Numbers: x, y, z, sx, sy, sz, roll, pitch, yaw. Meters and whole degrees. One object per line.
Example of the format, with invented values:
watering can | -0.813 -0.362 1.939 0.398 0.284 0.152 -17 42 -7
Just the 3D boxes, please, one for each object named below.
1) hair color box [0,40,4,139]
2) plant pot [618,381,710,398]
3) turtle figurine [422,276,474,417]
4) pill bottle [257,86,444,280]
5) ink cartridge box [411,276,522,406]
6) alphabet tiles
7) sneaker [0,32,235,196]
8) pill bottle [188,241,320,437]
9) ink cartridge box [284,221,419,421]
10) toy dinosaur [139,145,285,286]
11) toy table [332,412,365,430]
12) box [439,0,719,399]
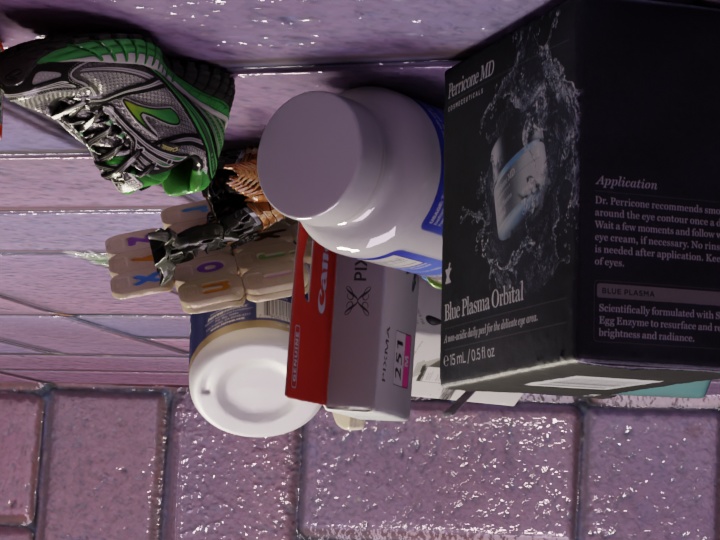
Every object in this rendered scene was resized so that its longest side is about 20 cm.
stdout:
hair color box | -0.266 -0.124 1.150 0.110 0.064 0.200 2 171 -4
plant pot | 0.237 0.018 1.724 0.141 0.142 0.200 2 166 1
turtle figurine | 0.093 0.008 1.575 0.200 0.144 0.194 -39 -179 -38
pill bottle | 0.024 -0.058 1.342 0.112 0.113 0.200 -3 169 35
ink cartridge box | 0.054 0.036 1.832 0.199 0.147 0.083 7 131 -34
alphabet tiles | -0.101 -0.017 1.602 0.195 0.015 0.200 -11 -156 -6
sneaker | -0.143 -0.094 1.241 0.078 0.086 0.200 -3 169 34
pill bottle | -0.084 0.030 1.670 0.111 0.200 0.111 -2 130 -2
ink cartridge box | 0.000 0.000 1.436 0.043 0.201 0.174 2 173 16
toy dinosaur | -0.098 -0.063 1.525 0.135 0.102 0.200 -12 154 -4
toy table | -0.023 0.050 1.961 0.199 0.185 0.117 -12 -162 -33
box | 0.132 -0.034 1.162 0.117 0.201 0.197 5 171 -19
